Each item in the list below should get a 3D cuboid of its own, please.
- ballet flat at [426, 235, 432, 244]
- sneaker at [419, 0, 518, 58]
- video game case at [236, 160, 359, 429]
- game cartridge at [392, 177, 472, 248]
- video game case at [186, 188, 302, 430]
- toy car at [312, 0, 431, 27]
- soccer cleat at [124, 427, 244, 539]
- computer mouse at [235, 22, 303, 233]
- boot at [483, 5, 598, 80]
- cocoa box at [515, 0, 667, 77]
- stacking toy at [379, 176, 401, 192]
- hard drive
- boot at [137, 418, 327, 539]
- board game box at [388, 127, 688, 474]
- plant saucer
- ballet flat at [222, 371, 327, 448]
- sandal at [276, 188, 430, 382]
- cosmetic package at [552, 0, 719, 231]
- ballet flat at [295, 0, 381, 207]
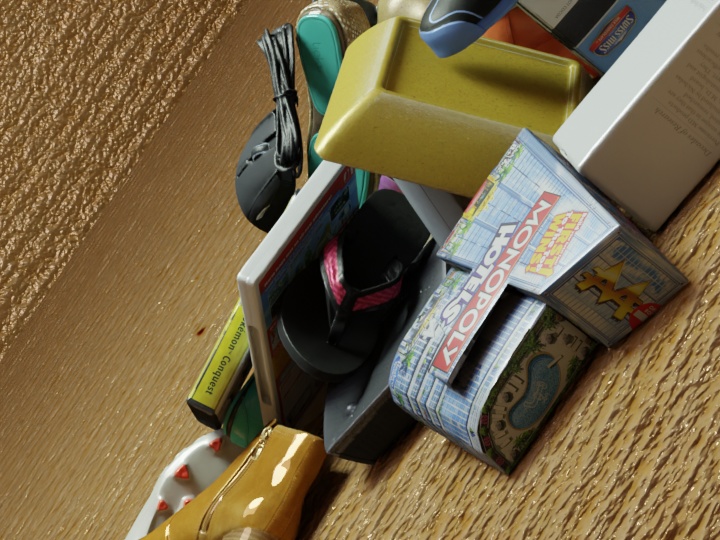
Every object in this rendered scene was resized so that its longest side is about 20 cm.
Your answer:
[{"bbox_3d":[0.021,-0.010,1.686,0.067,0.062,0.200,-56,14,-12],"label":"ballet flat"},{"bbox_3d":[0.097,-0.241,1.436,0.200,0.078,0.070,-49,20,11],"label":"sneaker"},{"bbox_3d":[-0.039,0.021,1.563,0.143,0.017,0.200,-55,-25,-32],"label":"video game case"},{"bbox_3d":[0.056,-0.082,1.590,0.040,0.133,0.200,-36,9,14],"label":"game cartridge"},{"bbox_3d":[-0.081,0.036,1.634,0.181,0.025,0.200,-63,-2,-8],"label":"video game case"},{"bbox_3d":[0.067,-0.199,1.730,0.164,0.200,0.158,-49,13,10],"label":"toy car"},{"bbox_3d":[-0.151,0.207,1.684,0.200,0.069,0.078,-54,6,-5],"label":"soccer cleat"},{"bbox_3d":[-0.078,-0.113,1.677,0.200,0.046,0.141,109,157,-72],"label":"computer mouse"},{"bbox_3d":[0.181,-0.202,1.641,0.200,0.107,0.075,-26,9,-14],"label":"boot"},{"bbox_3d":[0.210,-0.240,1.502,0.200,0.131,0.133,-50,16,8],"label":"cocoa box"},{"bbox_3d":[-0.024,-0.021,1.847,0.200,0.085,0.085,-56,13,2],"label":"stacking toy"},{"bbox_3d":[0.030,0.058,1.514,0.135,0.042,0.200,-48,12,17],"label":"hard drive"},{"bbox_3d":[-0.100,0.180,1.560,0.201,0.071,0.144,-8,48,57],"label":"boot"},{"bbox_3d":[0.106,0.017,1.282,0.200,0.062,0.200,-56,21,-5],"label":"board game box"},{"bbox_3d":[0.080,-0.117,1.468,0.200,0.200,0.048,-76,1,-61],"label":"plant saucer"},{"bbox_3d":[-0.040,0.066,1.684,0.067,0.070,0.200,94,-160,-59],"label":"ballet flat"},{"bbox_3d":[0.000,0.000,1.507,0.045,0.075,0.200,-54,4,47],"label":"sandal"},{"bbox_3d":[0.217,-0.129,1.322,0.200,0.074,0.102,-51,12,10],"label":"cosmetic package"},{"bbox_3d":[-0.007,-0.122,1.659,0.070,0.200,0.065,13,30,30],"label":"ballet flat"}]
